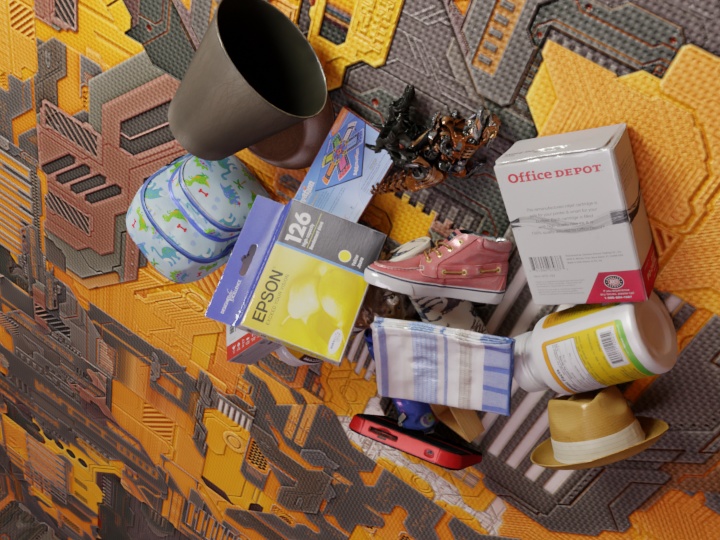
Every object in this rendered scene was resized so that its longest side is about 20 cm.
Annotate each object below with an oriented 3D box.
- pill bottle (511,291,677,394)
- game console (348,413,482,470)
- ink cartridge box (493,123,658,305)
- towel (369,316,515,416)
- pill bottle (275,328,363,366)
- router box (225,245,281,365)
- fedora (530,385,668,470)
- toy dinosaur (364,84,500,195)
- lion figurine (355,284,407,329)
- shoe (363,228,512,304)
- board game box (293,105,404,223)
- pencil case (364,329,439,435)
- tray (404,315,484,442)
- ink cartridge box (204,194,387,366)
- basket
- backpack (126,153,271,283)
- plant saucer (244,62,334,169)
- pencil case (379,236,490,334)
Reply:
[{"bbox_3d":[0.297,0.100,0.959,0.200,0.111,0.111,-26,104,44],"label":"pill bottle"},{"bbox_3d":[0.093,0.285,1.219,0.199,0.031,0.177,17,174,25],"label":"game console"},{"bbox_3d":[0.264,-0.064,0.883,0.145,0.083,0.201,-3,118,37],"label":"ink cartridge box"},{"bbox_3d":[0.113,0.137,1.017,0.199,0.024,0.148,7,126,16],"label":"towel"},{"bbox_3d":[-0.067,0.086,1.208,0.109,0.109,0.200,46,136,-2],"label":"pill bottle"},{"bbox_3d":[-0.150,0.036,1.186,0.049,0.180,0.200,15,145,-37],"label":"router box"},{"bbox_3d":[0.311,0.203,0.987,0.200,0.200,0.082,-21,86,43],"label":"fedora"},{"bbox_3d":[0.083,-0.151,0.945,0.136,0.102,0.200,38,112,-21],"label":"toy dinosaur"},{"bbox_3d":[-0.040,0.061,1.057,0.123,0.199,0.072,63,174,0],"label":"lion figurine"},{"bbox_3d":[0.106,-0.014,0.983,0.199,0.071,0.092,8,102,-11],"label":"shoe"},{"bbox_3d":[-0.029,-0.123,1.051,0.103,0.019,0.200,36,117,7],"label":"board game box"},{"bbox_3d":[0.071,0.171,1.190,0.078,0.087,0.201,9,127,52],"label":"pencil case"},{"bbox_3d":[0.113,0.160,1.107,0.201,0.037,0.099,62,165,-23],"label":"tray"},{"bbox_3d":[-0.087,0.005,1.007,0.199,0.199,0.047,21,161,-1],"label":"ink cartridge box"},{"bbox_3d":[-0.168,-0.240,0.980,0.181,0.136,0.200,50,139,-14],"label":"basket"},{"bbox_3d":[-0.253,-0.094,1.144,0.183,0.200,0.147,49,135,-4],"label":"backpack"},{"bbox_3d":[-0.132,-0.234,1.074,0.199,0.037,0.201,19,131,24],"label":"plant saucer"},{"bbox_3d":[0.109,0.042,1.072,0.089,0.078,0.201,-29,105,15],"label":"pencil case"}]
